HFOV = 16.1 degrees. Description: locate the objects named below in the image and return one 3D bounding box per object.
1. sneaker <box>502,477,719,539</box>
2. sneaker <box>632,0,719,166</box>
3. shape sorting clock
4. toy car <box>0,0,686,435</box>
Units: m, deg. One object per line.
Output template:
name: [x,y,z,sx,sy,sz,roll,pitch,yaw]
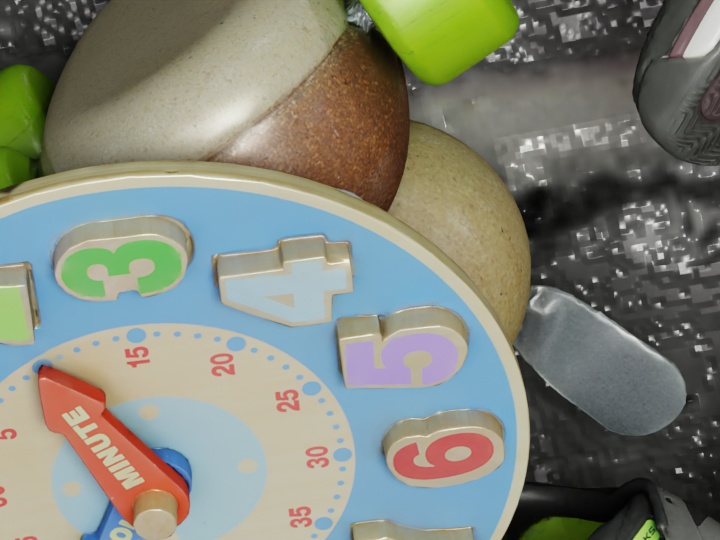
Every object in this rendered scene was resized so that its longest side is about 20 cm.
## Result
sneaker: [0.093,0.104,0.685,0.083,0.200,0.071,32,83,-38]
sneaker: [0.115,-0.129,0.688,0.115,0.076,0.200,37,87,34]
shape sorting clock: [-0.054,0.054,0.674,0.200,0.039,0.200,-2,130,-2]
toy car: [0.000,0.000,0.737,0.164,0.158,0.200,-34,109,9]
